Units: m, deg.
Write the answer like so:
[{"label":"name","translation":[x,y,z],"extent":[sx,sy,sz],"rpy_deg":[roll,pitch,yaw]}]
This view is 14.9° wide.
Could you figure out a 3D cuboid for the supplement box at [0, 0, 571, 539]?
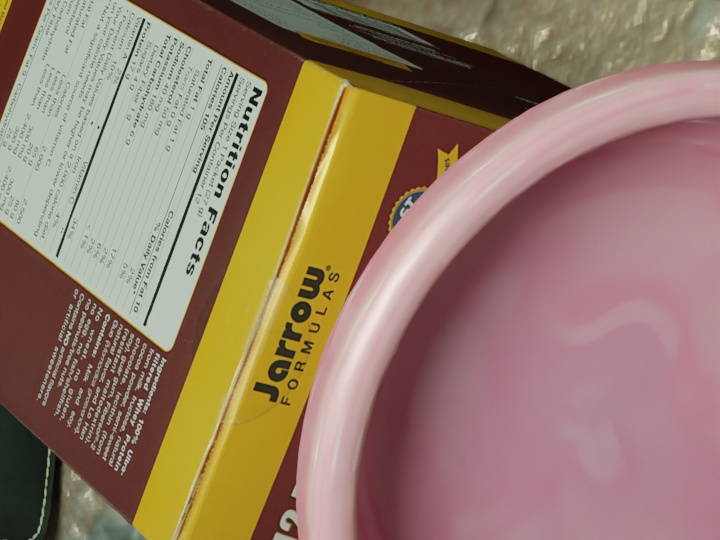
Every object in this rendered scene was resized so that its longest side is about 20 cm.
[{"label":"supplement box","translation":[0.000,0.000,0.819],"extent":[0.200,0.197,0.133],"rpy_deg":[34,106,53]}]

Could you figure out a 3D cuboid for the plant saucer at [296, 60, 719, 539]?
[{"label":"plant saucer","translation":[0.072,0.040,0.713],"extent":[0.051,0.200,0.201],"rpy_deg":[39,110,60]}]

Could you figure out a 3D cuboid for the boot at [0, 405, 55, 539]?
[{"label":"boot","translation":[-0.125,0.005,1.090],"extent":[0.154,0.073,0.204],"rpy_deg":[-30,57,40]}]
